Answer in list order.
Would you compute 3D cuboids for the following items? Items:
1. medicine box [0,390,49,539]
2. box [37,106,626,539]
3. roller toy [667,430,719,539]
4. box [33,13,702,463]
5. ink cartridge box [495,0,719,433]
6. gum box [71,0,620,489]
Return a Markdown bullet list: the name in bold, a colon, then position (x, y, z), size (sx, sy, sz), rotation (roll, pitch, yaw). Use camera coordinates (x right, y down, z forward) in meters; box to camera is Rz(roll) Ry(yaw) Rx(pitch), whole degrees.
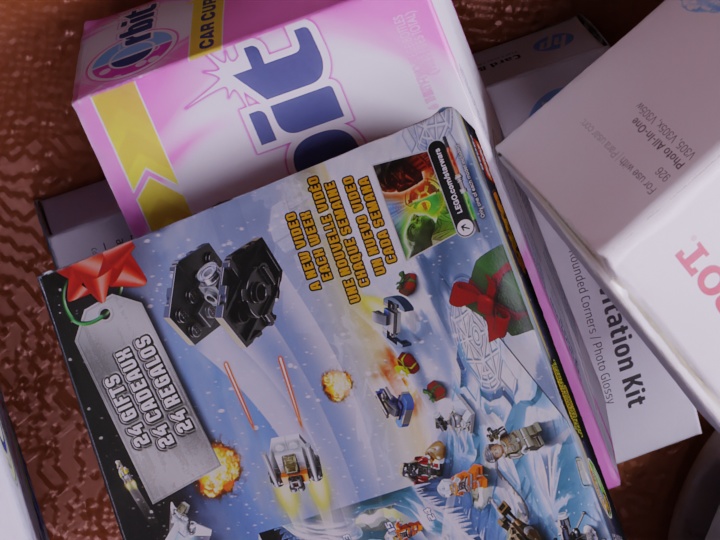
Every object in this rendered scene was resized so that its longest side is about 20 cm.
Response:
- **medicine box**: position (-0.158, 0.067, 0.938), size (0.102, 0.182, 0.201), rotation (-18, 115, -5)
- **box**: position (0.002, 0.071, 0.872), size (0.136, 0.040, 0.201), rotation (-21, 78, 9)
- **roller toy**: position (0.206, 0.119, 1.073), size (0.200, 0.140, 0.183), rotation (-37, 111, 14)
- **box**: position (0.006, 0.017, 1.037), size (0.199, 0.041, 0.157), rotation (-19, 115, -7)
- **ink cartridge box**: position (0.164, -0.040, 0.916), size (0.200, 0.088, 0.145), rotation (-42, 125, 0)
- **gum box**: position (0.000, 0.000, 0.958), size (0.113, 0.066, 0.201), rotation (-19, 115, 8)
